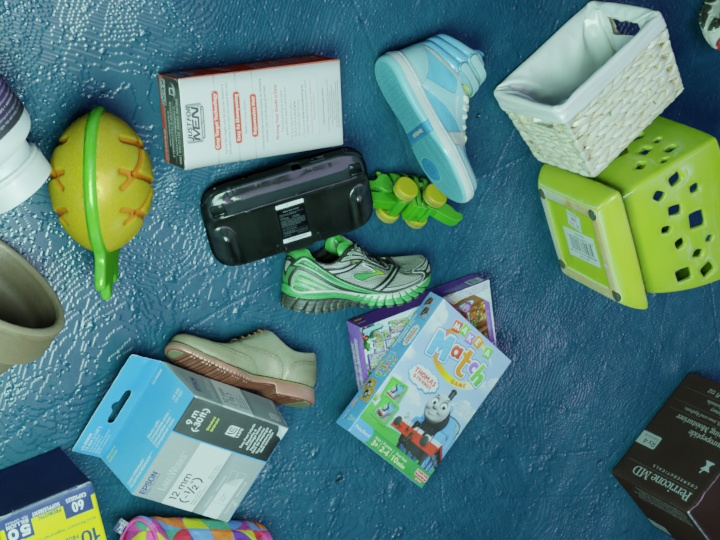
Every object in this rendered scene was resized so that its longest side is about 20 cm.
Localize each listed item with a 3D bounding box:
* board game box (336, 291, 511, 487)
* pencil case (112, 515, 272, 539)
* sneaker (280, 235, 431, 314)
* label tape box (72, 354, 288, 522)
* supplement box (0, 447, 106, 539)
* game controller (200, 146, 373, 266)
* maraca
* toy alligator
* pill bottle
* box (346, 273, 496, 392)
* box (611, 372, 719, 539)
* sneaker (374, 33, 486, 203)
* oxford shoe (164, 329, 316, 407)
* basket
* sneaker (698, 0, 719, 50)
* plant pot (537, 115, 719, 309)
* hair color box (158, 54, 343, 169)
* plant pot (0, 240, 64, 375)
[{"bbox_3d":[0.082,0.151,1.623,0.151,0.037,0.201,41,81,-33],"label":"board game box"},{"bbox_3d":[-0.192,0.329,1.502,0.199,0.088,0.089,15,96,-44],"label":"pencil case"},{"bbox_3d":[0.000,0.000,1.553,0.199,0.078,0.086,-6,106,-30],"label":"sneaker"},{"bbox_3d":[-0.203,0.192,1.469,0.199,0.066,0.144,23,107,-36],"label":"label tape box"},{"bbox_3d":[-0.339,0.317,1.414,0.108,0.109,0.202,-20,113,-25],"label":"supplement box"},{"bbox_3d":[-0.082,-0.072,1.487,0.198,0.042,0.105,-17,127,-10],"label":"game controller"},{"bbox_3d":[-0.268,-0.071,1.345,0.106,0.137,0.202,1,114,2],"label":"maraca"},{"bbox_3d":[0.036,-0.096,1.568,0.199,0.059,0.055,11,53,-26],"label":"toy alligator"},{"bbox_3d":[-0.391,-0.154,1.250,0.111,0.111,0.201,-42,120,-15],"label":"pill bottle"},{"bbox_3d":[0.083,0.100,1.654,0.199,0.039,0.138,-19,112,-26],"label":"box"},{"bbox_3d":[0.515,0.293,1.896,0.200,0.166,0.164,-48,123,-12],"label":"box"},{"bbox_3d":[0.116,-0.192,1.548,0.130,0.079,0.201,-32,100,-23],"label":"sneaker"},{"bbox_3d":[-0.138,0.102,1.516,0.199,0.071,0.074,23,66,-33],"label":"oxford shoe"},{"bbox_3d":[0.293,-0.229,1.638,0.200,0.135,0.124,-42,125,-15],"label":"basket"},{"bbox_3d":[0.543,-0.389,1.791,0.200,0.077,0.085,-50,134,-2],"label":"sneaker"},{"bbox_3d":[0.354,-0.073,1.684,0.181,0.200,0.200,-28,117,-16],"label":"plant pot"},{"bbox_3d":[-0.119,-0.179,1.440,0.199,0.061,0.102,-12,109,-30],"label":"hair color box"},{"bbox_3d":[-0.420,0.061,1.264,0.200,0.200,0.175,32,103,-33],"label":"plant pot"}]
